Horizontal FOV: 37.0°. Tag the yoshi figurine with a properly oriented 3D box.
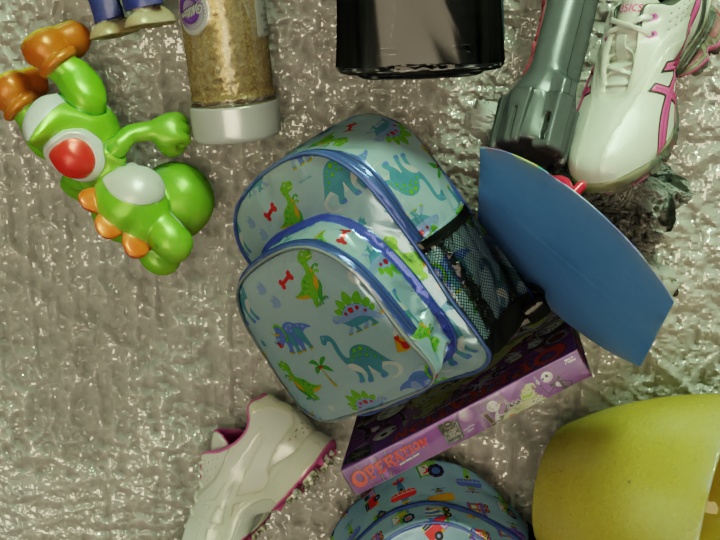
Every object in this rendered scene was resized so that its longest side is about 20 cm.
[{"bbox_3d":[-0.186,-0.089,0.833,0.112,0.112,0.200,-36,87,-16],"label":"yoshi figurine"}]

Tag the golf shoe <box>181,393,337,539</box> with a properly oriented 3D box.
[{"bbox_3d":[-0.110,0.188,0.917,0.092,0.075,0.200,46,103,7],"label":"golf shoe"}]

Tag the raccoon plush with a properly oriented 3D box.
[{"bbox_3d":[0.156,-0.036,0.825,0.199,0.097,0.135,29,117,14],"label":"raccoon plush"}]

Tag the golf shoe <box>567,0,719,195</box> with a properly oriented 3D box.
[{"bbox_3d":[0.183,-0.139,0.733,0.072,0.200,0.092,3,142,41],"label":"golf shoe"}]

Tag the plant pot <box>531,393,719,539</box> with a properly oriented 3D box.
[{"bbox_3d":[0.217,0.182,0.833,0.141,0.200,0.201,9,109,32],"label":"plant pot"}]

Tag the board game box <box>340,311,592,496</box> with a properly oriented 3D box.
[{"bbox_3d":[0.081,0.098,0.841,0.199,0.120,0.032,-29,103,12],"label":"board game box"}]

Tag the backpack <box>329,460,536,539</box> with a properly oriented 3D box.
[{"bbox_3d":[0.071,0.267,0.885,0.182,0.135,0.200,-43,98,15],"label":"backpack"}]

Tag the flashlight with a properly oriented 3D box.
[{"bbox_3d":[0.132,-0.167,0.740,0.068,0.068,0.201,11,76,24],"label":"flashlight"}]

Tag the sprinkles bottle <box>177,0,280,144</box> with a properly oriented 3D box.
[{"bbox_3d":[-0.103,-0.197,0.797,0.068,0.068,0.201,-4,105,6],"label":"sprinkles bottle"}]

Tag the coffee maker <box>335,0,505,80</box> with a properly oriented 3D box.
[{"bbox_3d":[0.029,-0.229,0.711,0.134,0.192,0.201,3,105,23],"label":"coffee maker"}]

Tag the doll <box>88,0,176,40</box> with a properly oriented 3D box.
[{"bbox_3d":[-0.194,-0.273,0.784,0.136,0.048,0.201,-4,101,35],"label":"doll"}]

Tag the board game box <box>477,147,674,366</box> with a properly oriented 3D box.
[{"bbox_3d":[0.150,-0.019,0.728,0.039,0.200,0.158,-43,70,-12],"label":"board game box"}]

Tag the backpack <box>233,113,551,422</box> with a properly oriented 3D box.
[{"bbox_3d":[0.000,0.000,0.784,0.183,0.147,0.201,-26,99,45],"label":"backpack"}]
